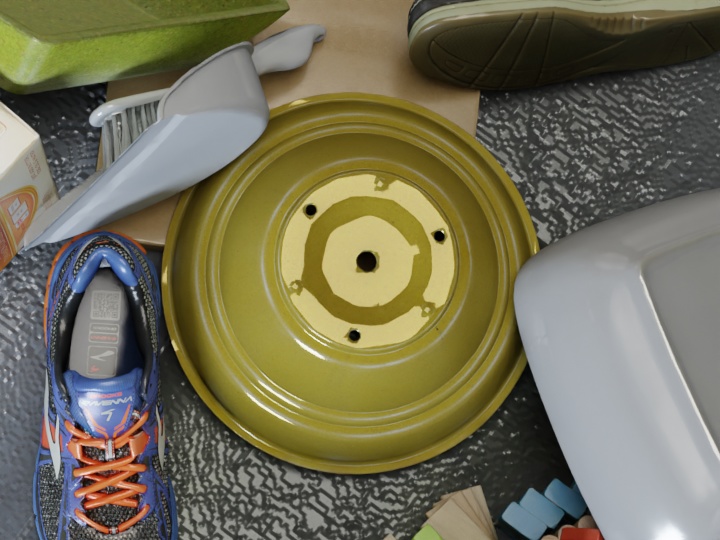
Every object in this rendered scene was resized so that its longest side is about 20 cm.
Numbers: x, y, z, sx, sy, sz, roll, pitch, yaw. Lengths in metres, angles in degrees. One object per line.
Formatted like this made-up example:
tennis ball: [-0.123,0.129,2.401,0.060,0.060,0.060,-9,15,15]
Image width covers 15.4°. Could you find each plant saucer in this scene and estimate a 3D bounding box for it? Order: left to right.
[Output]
plant saucer: [-0.170,-0.146,1.335,0.199,0.200,0.048,32,116,26]

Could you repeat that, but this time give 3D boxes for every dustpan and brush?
dustpan and brush: [-0.077,-0.083,1.340,0.200,0.140,0.057,-19,76,-44]

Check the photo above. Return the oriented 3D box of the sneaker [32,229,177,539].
sneaker: [-0.131,0.075,1.331,0.075,0.078,0.201,-6,83,-5]

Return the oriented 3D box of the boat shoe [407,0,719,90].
boat shoe: [0.112,-0.143,1.422,0.200,0.072,0.066,-6,61,-21]

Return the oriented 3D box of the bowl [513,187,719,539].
bowl: [0.194,0.049,1.351,0.199,0.075,0.200,-16,76,-28]

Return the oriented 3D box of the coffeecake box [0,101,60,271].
coffeecake box: [-0.241,0.005,1.294,0.073,0.154,0.200,39,80,4]

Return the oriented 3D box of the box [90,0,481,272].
box: [-0.037,-0.080,1.415,0.199,0.021,0.164,7,75,-5]

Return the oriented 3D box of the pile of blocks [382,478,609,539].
pile of blocks: [0.083,0.140,1.350,0.199,0.062,0.082,-18,78,-11]

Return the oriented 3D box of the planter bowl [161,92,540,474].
planter bowl: [0.000,0.000,1.347,0.200,0.083,0.201,1,82,-5]
